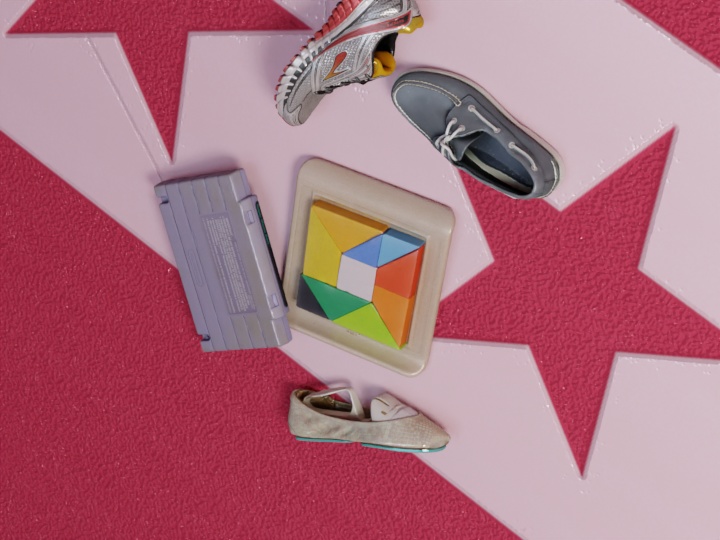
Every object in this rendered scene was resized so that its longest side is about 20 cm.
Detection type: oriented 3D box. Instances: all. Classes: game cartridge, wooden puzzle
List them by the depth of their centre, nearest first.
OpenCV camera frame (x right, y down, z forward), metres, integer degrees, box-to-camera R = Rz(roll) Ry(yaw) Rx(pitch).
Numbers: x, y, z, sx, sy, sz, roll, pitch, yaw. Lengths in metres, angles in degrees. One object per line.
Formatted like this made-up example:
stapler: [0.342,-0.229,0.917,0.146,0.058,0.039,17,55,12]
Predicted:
wooden puzzle: [0.000,0.000,1.872,0.185,0.037,0.201,22,119,20]
game cartridge: [-0.149,-0.010,1.939,0.129,0.038,0.201,-7,104,36]

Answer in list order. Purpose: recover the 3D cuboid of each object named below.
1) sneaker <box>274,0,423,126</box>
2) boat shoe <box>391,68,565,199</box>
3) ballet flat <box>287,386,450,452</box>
sneaker: [-0.015,-0.211,1.768,0.082,0.078,0.200,46,125,3]
boat shoe: [0.109,-0.135,1.740,0.200,0.062,0.073,35,123,12]
ballet flat: [0.004,0.161,1.921,0.199,0.067,0.063,2,101,28]
